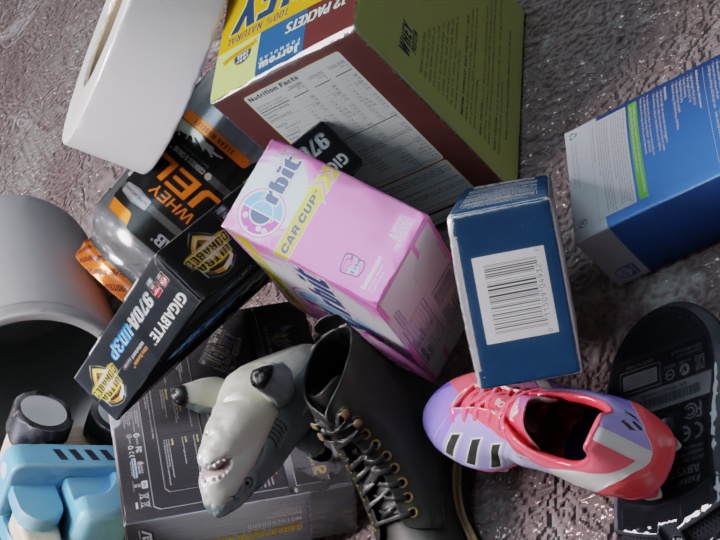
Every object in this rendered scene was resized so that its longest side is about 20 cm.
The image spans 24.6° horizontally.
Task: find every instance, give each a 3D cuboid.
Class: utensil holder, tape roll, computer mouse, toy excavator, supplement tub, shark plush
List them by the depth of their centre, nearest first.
[{"bbox_3d":[0.184,0.117,0.947,0.138,0.053,0.201,-21,53,44],"label":"computer mouse"},{"bbox_3d":[-0.045,0.095,1.102,0.090,0.200,0.084,-16,93,30],"label":"shark plush"},{"bbox_3d":[-0.223,0.188,1.190,0.200,0.193,0.100,55,130,44],"label":"toy excavator"},{"bbox_3d":[-0.164,-0.180,1.279,0.202,0.070,0.204,-159,90,-75],"label":"tape roll"},{"bbox_3d":[-0.137,-0.058,1.366,0.200,0.122,0.122,-51,37,-1],"label":"supplement tub"},{"bbox_3d":[-0.287,0.052,1.392,0.170,0.170,0.200,-41,34,10],"label":"utensil holder"}]

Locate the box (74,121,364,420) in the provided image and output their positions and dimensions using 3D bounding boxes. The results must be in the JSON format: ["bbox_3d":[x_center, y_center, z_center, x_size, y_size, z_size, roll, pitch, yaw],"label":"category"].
[{"bbox_3d":[-0.097,-0.002,1.142,0.200,0.046,0.159,-44,-4,-45],"label":"box"}]

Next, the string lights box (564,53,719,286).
[{"bbox_3d":[0.232,-0.080,1.058,0.199,0.059,0.103,-26,43,28],"label":"string lights box"}]

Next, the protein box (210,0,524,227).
[{"bbox_3d":[0.012,-0.163,1.239,0.134,0.200,0.200,-22,44,32],"label":"protein box"}]

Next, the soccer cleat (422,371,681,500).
[{"bbox_3d":[0.097,0.087,0.963,0.199,0.076,0.067,11,74,52],"label":"soccer cleat"}]

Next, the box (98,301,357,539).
[{"bbox_3d":[-0.098,0.111,1.172,0.157,0.049,0.201,-9,40,-9],"label":"box"}]

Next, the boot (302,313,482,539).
[{"bbox_3d":[0.010,0.139,1.029,0.077,0.138,0.201,-28,42,26],"label":"boot"}]

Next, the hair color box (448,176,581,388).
[{"bbox_3d":[0.095,0.002,0.996,0.060,0.101,0.200,-10,5,8],"label":"hair color box"}]

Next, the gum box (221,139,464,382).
[{"bbox_3d":[0.000,0.000,1.069,0.113,0.200,0.066,27,80,20],"label":"gum box"}]
